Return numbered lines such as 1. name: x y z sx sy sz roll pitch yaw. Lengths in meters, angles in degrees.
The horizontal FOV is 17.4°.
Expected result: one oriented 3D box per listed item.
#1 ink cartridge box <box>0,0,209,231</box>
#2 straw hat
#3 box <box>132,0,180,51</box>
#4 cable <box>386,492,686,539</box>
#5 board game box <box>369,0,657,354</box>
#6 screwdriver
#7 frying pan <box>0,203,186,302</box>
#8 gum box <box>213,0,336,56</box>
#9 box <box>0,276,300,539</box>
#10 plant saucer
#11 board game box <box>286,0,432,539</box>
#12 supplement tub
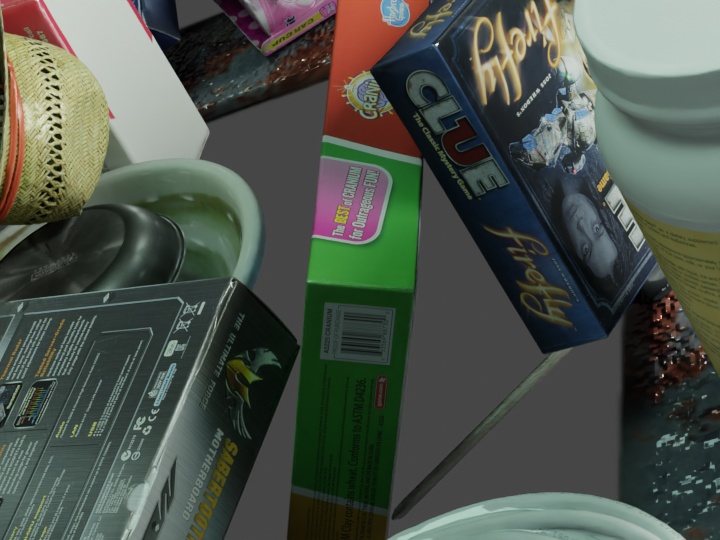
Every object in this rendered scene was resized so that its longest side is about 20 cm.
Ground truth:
1. ink cartridge box: -0.204 -0.079 1.225 0.199 0.145 0.084 -15 33 24
2. straw hat: -0.164 -0.066 1.095 0.201 0.085 0.202 -12 76 58
3. box: -0.158 -0.164 1.323 0.121 0.032 0.201 -28 59 36
4. cable: 0.040 0.165 0.794 0.199 0.069 0.200 -27 35 7
5. board game box: 0.094 -0.079 0.953 0.035 0.136 0.200 -17 23 40
6. screwdriver: 0.084 0.032 0.957 0.200 0.028 0.029 -44 7 -21
7. frying pan: -0.144 0.032 1.059 0.115 0.031 0.190 -11 36 30
8. gum box: -0.049 -0.205 1.330 0.113 0.066 0.200 -34 34 -4
9. box: -0.126 0.101 0.898 0.158 0.048 0.201 -7 49 38
10. plant saucer: -0.125 0.031 1.111 0.199 0.050 0.201 -21 36 16
11. board game box: 0.000 0.000 0.961 0.040 0.153 0.200 5 39 -1
12. supplement tub: 0.169 -0.034 0.821 0.145 0.200 0.146 -21 35 16
